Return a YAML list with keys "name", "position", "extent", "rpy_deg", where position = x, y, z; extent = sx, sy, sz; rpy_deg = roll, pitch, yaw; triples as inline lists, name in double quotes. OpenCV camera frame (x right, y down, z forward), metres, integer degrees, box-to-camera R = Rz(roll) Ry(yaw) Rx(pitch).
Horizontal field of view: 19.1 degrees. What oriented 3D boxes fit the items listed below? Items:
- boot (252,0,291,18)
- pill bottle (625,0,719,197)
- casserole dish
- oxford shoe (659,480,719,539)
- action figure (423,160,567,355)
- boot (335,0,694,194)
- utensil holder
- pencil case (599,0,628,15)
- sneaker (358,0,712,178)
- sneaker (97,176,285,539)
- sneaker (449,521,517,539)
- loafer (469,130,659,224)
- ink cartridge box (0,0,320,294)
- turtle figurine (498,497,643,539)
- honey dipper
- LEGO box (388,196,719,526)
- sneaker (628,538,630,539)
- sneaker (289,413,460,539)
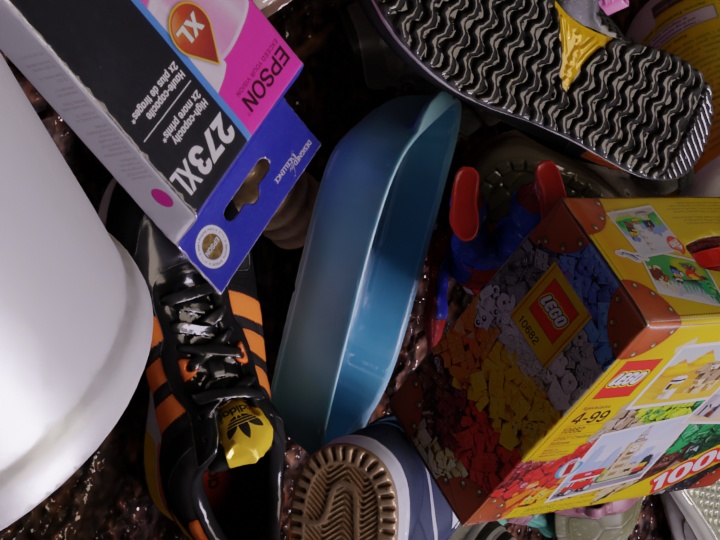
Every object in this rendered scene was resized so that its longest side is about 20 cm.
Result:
- name: "boot"
  position: [-0.034, -0.226, 0.948]
  extent: [0.200, 0.070, 0.146]
  rpy_deg: [-55, 131, -22]
- name: "pill bottle"
  position: [0.215, -0.066, 1.187]
  extent: [0.109, 0.109, 0.201]
  rpy_deg: [57, 17, -44]
- name: "casserole dish"
  position: [0.000, 0.000, 1.038]
  extent: [0.121, 0.039, 0.201]
  rpy_deg: [-45, 152, -61]
- name: "oxford shoe"
  position: [0.214, 0.131, 1.379]
  extent: [0.075, 0.058, 0.201]
  rpy_deg: [-36, 114, -29]
- name: "action figure"
  position: [0.066, 0.012, 1.066]
  extent: [0.200, 0.065, 0.100]
  rpy_deg: [97, -10, -83]
- name: "boot"
  position: [0.077, -0.090, 1.092]
  extent: [0.130, 0.068, 0.200]
  rpy_deg: [-35, 123, 6]
- name: "utensil holder"
  position: [-0.187, -0.023, 0.744]
  extent: [0.170, 0.169, 0.201]
  rpy_deg: [-49, 135, -27]
- name: "pencil case"
  position: [0.098, -0.223, 1.088]
  extent: [0.087, 0.083, 0.200]
  rpy_deg: [-54, 138, -25]
- name: "sneaker"
  position: [0.064, -0.100, 0.985]
  extent: [0.199, 0.090, 0.070]
  rpy_deg: [28, 82, -26]
- name: "sneaker"
  position: [-0.065, 0.044, 0.964]
  extent: [0.070, 0.090, 0.201]
  rpy_deg: [-18, 120, -21]
- name: "sneaker"
  position: [0.010, 0.191, 1.088]
  extent: [0.200, 0.115, 0.076]
  rpy_deg: [-38, 130, -24]
- name: "loafer"
  position: [0.126, -0.027, 1.204]
  extent: [0.076, 0.068, 0.200]
  rpy_deg: [-42, 132, 21]
- name: "ink cartridge box"
  position: [-0.087, -0.092, 0.899]
  extent: [0.200, 0.037, 0.095]
  rpy_deg: [51, 56, -29]
- name: "turtle figurine"
  position: [0.118, 0.107, 1.200]
  extent: [0.149, 0.100, 0.201]
  rpy_deg: [-27, 130, -41]
- name: "honey dipper"
  position: [-0.082, -0.067, 0.962]
  extent: [0.200, 0.038, 0.038]
  rpy_deg: [37, 74, -48]
- name: "LEGO box"
  position: [0.136, 0.040, 1.026]
  extent: [0.199, 0.077, 0.149]
  rpy_deg: [-3, 141, -45]
- name: "sneaker"
  position: [0.111, 0.250, 1.278]
  extent: [0.201, 0.071, 0.098]
  rpy_deg: [-49, 135, -25]
- name: "sneaker"
  position: [0.001, 0.165, 1.041]
  extent: [0.108, 0.070, 0.201]
  rpy_deg: [-33, 135, -66]
